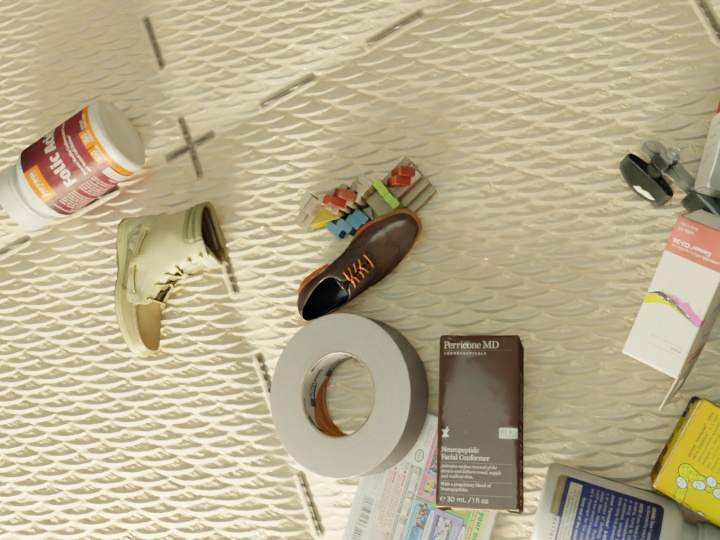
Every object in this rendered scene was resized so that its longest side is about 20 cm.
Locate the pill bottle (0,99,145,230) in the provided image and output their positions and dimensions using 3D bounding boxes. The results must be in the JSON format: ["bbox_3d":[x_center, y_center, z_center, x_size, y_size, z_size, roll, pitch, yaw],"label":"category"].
[{"bbox_3d":[-0.425,-0.150,1.202,0.198,0.114,0.116,-30,75,12],"label":"pill bottle"}]

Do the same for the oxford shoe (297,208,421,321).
[{"bbox_3d":[0.000,0.000,1.057,0.199,0.073,0.071,-41,103,15],"label":"oxford shoe"}]

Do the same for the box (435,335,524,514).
[{"bbox_3d":[0.145,0.182,0.980,0.098,0.075,0.204,-2,71,15],"label":"box"}]

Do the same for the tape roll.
[{"bbox_3d":[-0.015,0.158,1.042,0.197,0.066,0.204,-5,78,27],"label":"tape roll"}]

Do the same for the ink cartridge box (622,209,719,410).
[{"bbox_3d":[0.353,0.041,0.904,0.067,0.116,0.203,26,110,29],"label":"ink cartridge box"}]

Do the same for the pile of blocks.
[{"bbox_3d":[0.000,-0.086,1.083,0.197,0.062,0.084,-20,78,15],"label":"pile of blocks"}]

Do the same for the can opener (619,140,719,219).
[{"bbox_3d":[0.394,-0.074,0.966,0.201,0.052,0.067,50,134,18],"label":"can opener"}]

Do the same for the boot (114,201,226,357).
[{"bbox_3d":[-0.262,0.012,1.152,0.153,0.073,0.204,-10,75,19],"label":"boot"}]

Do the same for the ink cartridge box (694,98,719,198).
[{"bbox_3d":[0.493,-0.148,0.913,0.196,0.044,0.177,16,89,3],"label":"ink cartridge box"}]

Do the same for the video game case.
[{"bbox_3d":[0.084,0.285,1.033,0.179,0.022,0.203,17,88,19],"label":"video game case"}]

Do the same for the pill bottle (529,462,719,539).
[{"bbox_3d":[0.294,0.299,0.910,0.197,0.120,0.122,14,88,19],"label":"pill bottle"}]

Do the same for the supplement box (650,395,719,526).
[{"bbox_3d":[0.427,0.233,0.880,0.198,0.109,0.111,30,93,19],"label":"supplement box"}]
